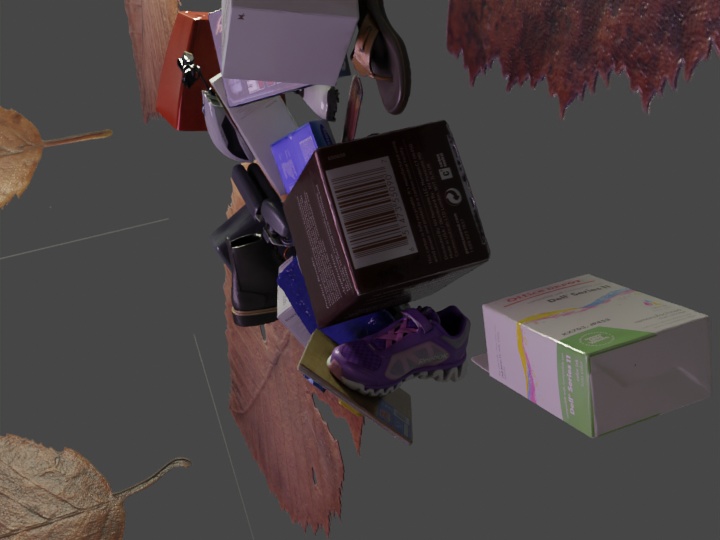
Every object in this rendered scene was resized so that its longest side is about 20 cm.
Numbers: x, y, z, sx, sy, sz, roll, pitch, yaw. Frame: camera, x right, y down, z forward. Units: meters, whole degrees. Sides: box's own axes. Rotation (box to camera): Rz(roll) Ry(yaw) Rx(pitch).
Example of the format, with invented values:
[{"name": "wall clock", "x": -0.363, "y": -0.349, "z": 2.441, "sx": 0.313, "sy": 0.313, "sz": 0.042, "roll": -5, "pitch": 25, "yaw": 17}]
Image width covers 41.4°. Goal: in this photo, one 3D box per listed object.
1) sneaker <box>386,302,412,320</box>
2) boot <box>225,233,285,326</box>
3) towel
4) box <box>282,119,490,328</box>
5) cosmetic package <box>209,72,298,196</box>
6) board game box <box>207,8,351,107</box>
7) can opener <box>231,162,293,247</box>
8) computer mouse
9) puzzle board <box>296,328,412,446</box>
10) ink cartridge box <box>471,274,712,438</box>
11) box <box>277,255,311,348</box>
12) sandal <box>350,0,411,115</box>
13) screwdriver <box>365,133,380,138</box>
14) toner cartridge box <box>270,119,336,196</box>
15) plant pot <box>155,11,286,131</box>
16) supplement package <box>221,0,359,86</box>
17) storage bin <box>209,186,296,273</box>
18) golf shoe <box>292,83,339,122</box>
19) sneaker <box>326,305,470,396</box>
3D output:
[{"name": "sneaker", "x": 0.040, "y": 0.107, "z": 1.312, "sx": 0.077, "sy": 0.078, "sz": 0.202, "roll": 41, "pitch": 152, "yaw": 30}, {"name": "boot", "x": -0.110, "y": -0.004, "z": 1.475, "sx": 0.077, "sy": 0.197, "sz": 0.141, "roll": 32, "pitch": 133, "yaw": 56}, {"name": "towel", "x": -0.017, "y": 0.056, "z": 1.247, "sx": 0.201, "sy": 0.049, "sz": 0.147, "roll": 54, "pitch": 140, "yaw": 3}, {"name": "box", "x": 0.022, "y": -0.049, "z": 1.097, "sx": 0.200, "sy": 0.161, "sz": 0.169, "roll": 140, "pitch": 113, "yaw": -70}, {"name": "cosmetic package", "x": -0.148, "y": -0.229, "z": 1.486, "sx": 0.202, "sy": 0.084, "sz": 0.108, "roll": 60, "pitch": 176, "yaw": -16}, {"name": "board game box", "x": -0.116, "y": -0.317, "z": 1.331, "sx": 0.197, "sy": 0.034, "sz": 0.139, "roll": -9, "pitch": 97, "yaw": 32}, {"name": "can opener", "x": -0.143, "y": -0.111, "z": 1.461, "sx": 0.201, "sy": 0.052, "sz": 0.068, "roll": 57, "pitch": 145, "yaw": 39}, {"name": "computer mouse", "x": -0.228, "y": -0.240, "z": 1.472, "sx": 0.202, "sy": 0.043, "sz": 0.110, "roll": 61, "pitch": 177, "yaw": -34}, {"name": "puzzle board", "x": -0.004, "y": 0.135, "z": 1.115, "sx": 0.149, "sy": 0.018, "sz": 0.200, "roll": 36, "pitch": -172, "yaw": -2}, {"name": "ink cartridge box", "x": 0.177, "y": 0.058, "z": 0.781, "sx": 0.200, "sy": 0.115, "sz": 0.069, "roll": -153, "pitch": 51, "yaw": -66}, {"name": "box", "x": -0.050, "y": 0.089, "z": 1.404, "sx": 0.201, "sy": 0.036, "sz": 0.145, "roll": 51, "pitch": -165, "yaw": -25}, {"name": "sandal", "x": 0.010, "y": -0.276, "z": 1.137, "sx": 0.082, "sy": 0.054, "sz": 0.204, "roll": 133, "pitch": 123, "yaw": -67}, {"name": "screwdriver", "x": 0.040, "y": -0.081, "z": 1.226, "sx": 0.029, "sy": 0.027, "sz": 0.204, "roll": 17, "pitch": -123, "yaw": -66}, {"name": "toner cartridge box", "x": -0.058, "y": -0.109, "z": 1.399, "sx": 0.094, "sy": 0.043, "sz": 0.204, "roll": -20, "pitch": 89, "yaw": 41}, {"name": "plant pot", "x": -0.241, "y": -0.350, "z": 1.649, "sx": 0.200, "sy": 0.196, "sz": 0.180, "roll": -140, "pitch": 50, "yaw": -60}, {"name": "supplement package", "x": -0.091, "y": -0.355, "z": 1.155, "sx": 0.151, "sy": 0.148, "sz": 0.204, "roll": 123, "pitch": 147, "yaw": -66}, {"name": "storage bin", "x": -0.151, "y": -0.021, "z": 1.579, "sx": 0.202, "sy": 0.133, "sz": 0.145, "roll": 57, "pitch": 173, "yaw": -23}, {"name": "golf shoe", "x": -0.096, "y": -0.285, "z": 1.392, "sx": 0.079, "sy": 0.093, "sz": 0.202, "roll": 100, "pitch": 149, "yaw": -49}, {"name": "sneaker", "x": 0.051, "y": 0.083, "z": 1.093, "sx": 0.081, "sy": 0.197, "sz": 0.090, "roll": 48, "pitch": 131, "yaw": 40}]
